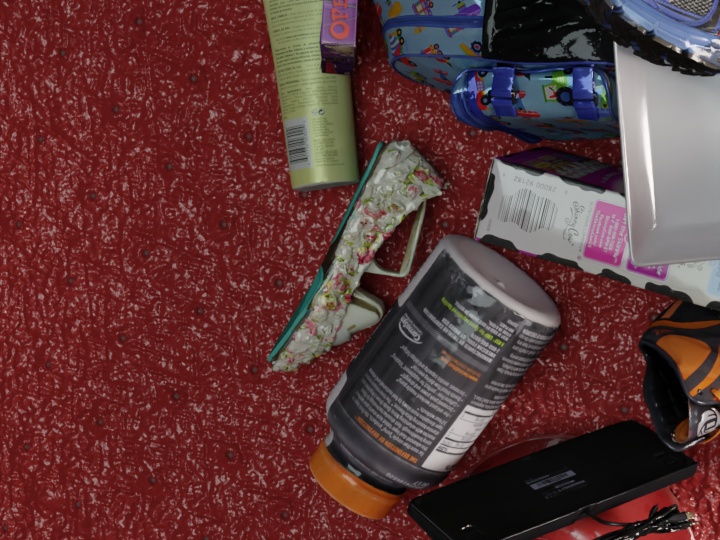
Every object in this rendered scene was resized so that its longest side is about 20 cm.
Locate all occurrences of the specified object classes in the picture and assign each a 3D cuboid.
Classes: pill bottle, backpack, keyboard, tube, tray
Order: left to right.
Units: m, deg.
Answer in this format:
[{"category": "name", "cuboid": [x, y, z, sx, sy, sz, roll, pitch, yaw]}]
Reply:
[{"category": "tube", "cuboid": [-0.035, -0.160, 1.511, 0.058, 0.052, 0.201, -7, 89, -22]}, {"category": "pill bottle", "cuboid": [0.046, 0.082, 1.470, 0.106, 0.106, 0.200, 40, 106, 12]}, {"category": "backpack", "cuboid": [0.102, -0.158, 1.388, 0.199, 0.182, 0.135, 2, 87, 22]}, {"category": "keyboard", "cuboid": [0.144, 0.160, 1.389, 0.127, 0.199, 0.021, 37, 136, 49]}, {"category": "tray", "cuboid": [0.213, -0.106, 1.288, 0.107, 0.022, 0.201, -5, 95, 3]}]

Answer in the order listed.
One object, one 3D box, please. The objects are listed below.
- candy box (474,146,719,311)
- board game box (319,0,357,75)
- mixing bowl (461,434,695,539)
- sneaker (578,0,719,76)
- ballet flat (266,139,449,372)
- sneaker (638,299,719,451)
[{"category": "candy box", "cuboid": [0.192, -0.028, 1.394, 0.199, 0.136, 0.061, 16, 102, 18]}, {"category": "board game box", "cuboid": [-0.010, -0.245, 1.435, 0.032, 0.120, 0.201, 4, 85, -5]}, {"category": "mixing bowl", "cuboid": [0.132, 0.223, 1.453, 0.199, 0.108, 0.201, 2, 97, 19]}, {"category": "sneaker", "cuboid": [0.221, -0.154, 1.245, 0.199, 0.075, 0.079, 20, 87, -9]}, {"category": "ballet flat", "cuboid": [0.000, 0.000, 1.500, 0.064, 0.076, 0.201, 28, 107, -1]}, {"category": "sneaker", "cuboid": [0.264, 0.103, 1.379, 0.200, 0.112, 0.078, 40, 136, 23]}]
